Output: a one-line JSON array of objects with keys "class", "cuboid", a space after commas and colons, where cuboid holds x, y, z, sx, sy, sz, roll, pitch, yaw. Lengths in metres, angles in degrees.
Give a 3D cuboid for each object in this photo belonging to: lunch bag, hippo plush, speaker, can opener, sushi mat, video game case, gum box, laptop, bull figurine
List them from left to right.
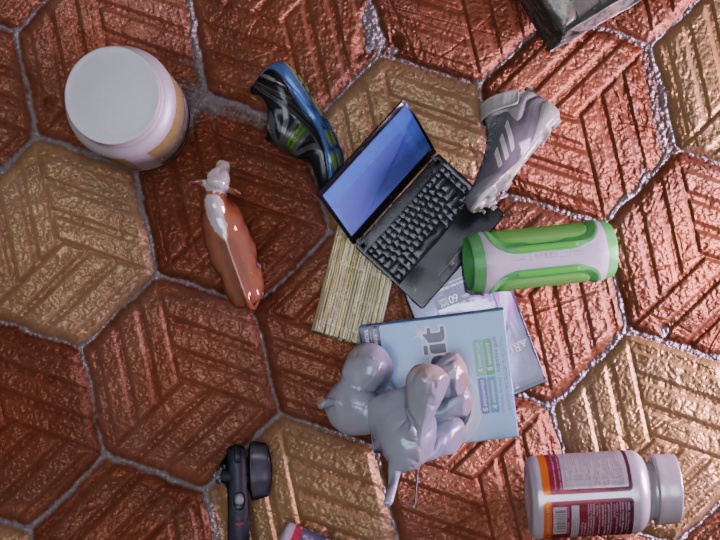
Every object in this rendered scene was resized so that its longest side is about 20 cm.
[{"class": "bull figurine", "cuboid": [-0.174, -0.043, 1.709, 0.064, 0.121, 0.203, -14, 88, 0]}, {"class": "can opener", "cuboid": [-0.162, 0.332, 1.724, 0.077, 0.063, 0.203, 3, 87, 0]}, {"class": "sushi mat", "cuboid": [0.000, 0.000, 1.760, 0.094, 0.012, 0.203, 14, 88, 1]}, {"class": "hippo plush", "cuboid": [0.040, 0.182, 1.655, 0.159, 0.159, 0.203, 20, 89, 30]}, {"class": "laptop", "cuboid": [0.071, -0.087, 1.705, 0.200, 0.103, 0.177, 42, 81, 5]}, {"class": "gum box", "cuboid": [0.105, 0.147, 1.718, 0.197, 0.045, 0.173, -7, 91, 7]}, {"class": "video game case", "cuboid": [0.154, 0.084, 1.752, 0.141, 0.019, 0.203, -21, 87, 0]}, {"class": "speaker", "cuboid": [0.240, -0.018, 1.710, 0.197, 0.088, 0.090, -6, 88, -8]}, {"class": "lunch bag", "cuboid": [0.307, -0.418, 1.721, 0.198, 0.118, 0.165, -30, 88, -6]}]

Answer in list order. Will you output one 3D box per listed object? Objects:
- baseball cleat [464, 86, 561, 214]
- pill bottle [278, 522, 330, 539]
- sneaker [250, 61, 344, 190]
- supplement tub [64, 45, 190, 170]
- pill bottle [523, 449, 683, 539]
[{"class": "baseball cleat", "cuboid": [0.183, -0.167, 1.729, 0.106, 0.070, 0.200, 39, 65, 9]}, {"class": "pill bottle", "cuboid": [-0.031, 0.426, 1.691, 0.198, 0.120, 0.121, 24, 88, 1]}, {"class": "sneaker", "cuboid": [-0.084, -0.185, 1.747, 0.082, 0.071, 0.201, -31, 87, 14]}, {"class": "supplement tub", "cuboid": [-0.305, -0.213, 1.678, 0.142, 0.200, 0.147, 0, 88, 1]}, {"class": "pill bottle", "cuboid": [0.320, 0.295, 1.695, 0.197, 0.110, 0.111, -3, 88, 1]}]
